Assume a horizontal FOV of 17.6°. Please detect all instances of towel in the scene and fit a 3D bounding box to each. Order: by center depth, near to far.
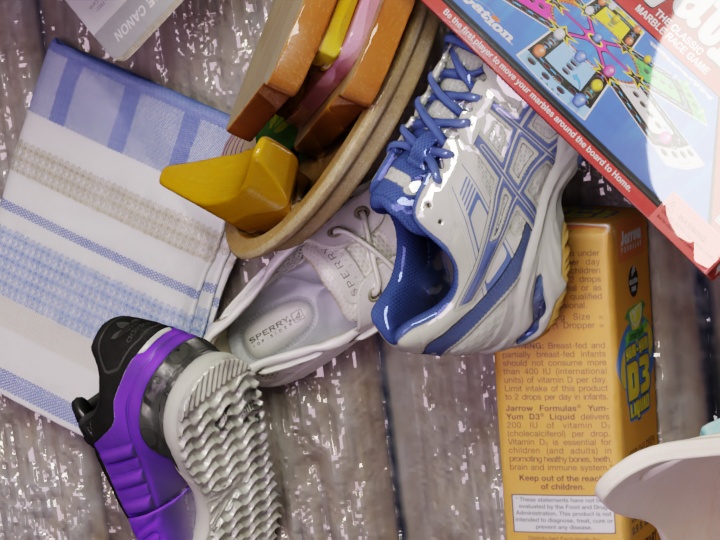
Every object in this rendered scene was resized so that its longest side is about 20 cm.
[{"bbox_3d":[-0.133,-0.007,1.251,0.147,0.024,0.201,23,105,20],"label":"towel"}]

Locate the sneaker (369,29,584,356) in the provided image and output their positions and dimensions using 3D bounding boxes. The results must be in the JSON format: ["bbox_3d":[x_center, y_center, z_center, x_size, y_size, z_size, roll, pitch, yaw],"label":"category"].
[{"bbox_3d":[0.049,-0.052,1.033,0.075,0.088,0.201,30,124,53],"label":"sneaker"}]

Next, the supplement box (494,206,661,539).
[{"bbox_3d":[0.107,0.071,1.139,0.069,0.067,0.201,-3,98,23],"label":"supplement box"}]

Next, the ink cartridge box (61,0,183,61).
[{"bbox_3d":[-0.094,-0.232,1.162,0.200,0.084,0.176,-43,80,23],"label":"ink cartridge box"}]

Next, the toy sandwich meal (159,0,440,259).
[{"bbox_3d":[-0.029,-0.097,1.101,0.070,0.205,0.205,28,112,-18],"label":"toy sandwich meal"}]

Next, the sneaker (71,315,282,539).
[{"bbox_3d":[-0.101,0.098,1.206,0.099,0.070,0.200,28,139,27],"label":"sneaker"}]

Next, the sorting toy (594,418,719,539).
[{"bbox_3d":[0.200,0.093,1.018,0.200,0.180,0.107,-10,77,41],"label":"sorting toy"}]

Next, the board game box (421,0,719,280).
[{"bbox_3d":[0.110,-0.101,0.968,0.103,0.019,0.200,-46,70,5],"label":"board game box"}]

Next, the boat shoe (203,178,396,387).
[{"bbox_3d":[0.000,0.000,1.169,0.200,0.069,0.071,-40,81,23],"label":"boat shoe"}]
